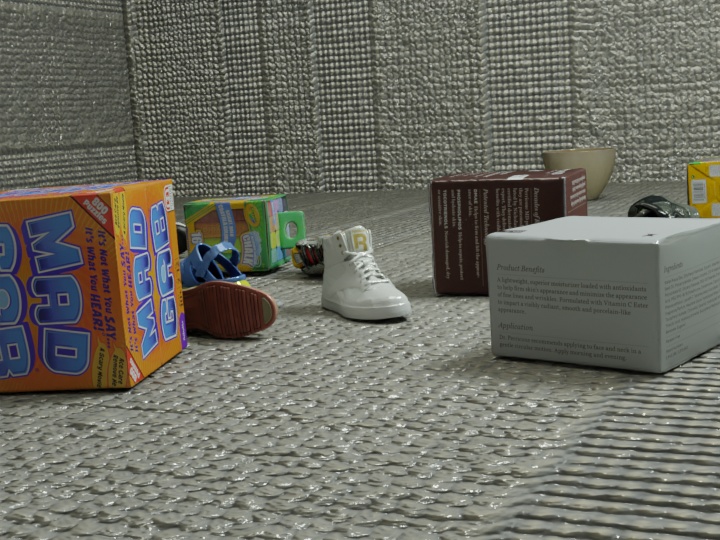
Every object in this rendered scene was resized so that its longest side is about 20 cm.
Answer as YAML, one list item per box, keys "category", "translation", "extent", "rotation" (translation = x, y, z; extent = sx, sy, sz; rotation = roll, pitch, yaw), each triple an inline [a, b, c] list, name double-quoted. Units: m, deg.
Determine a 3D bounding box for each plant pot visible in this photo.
- category: "plant pot"
  translation: [0.597, -0.261, 2.994]
  extent: [0.198, 0.136, 0.200]
  rotation: [-4, 7, 0]

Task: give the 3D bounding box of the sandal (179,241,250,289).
- category: "sandal"
  translation: [-0.242, -0.002, 1.702]
  extent: [0.199, 0.088, 0.079]
  rotation: [1, 11, 42]

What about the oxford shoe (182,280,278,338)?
- category: "oxford shoe"
  translation: [-0.179, 0.045, 1.394]
  extent: [0.198, 0.072, 0.074]
  rotation: [1, 6, 30]

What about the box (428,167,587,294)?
- category: "box"
  translation: [0.218, -0.058, 1.596]
  extent: [0.198, 0.166, 0.166]
  rotation: [0, 8, 22]

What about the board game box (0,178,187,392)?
- category: "board game box"
  translation: [-0.321, 0.011, 1.210]
  extent: [0.198, 0.202, 0.200]
  rotation: [-3, 8, 9]

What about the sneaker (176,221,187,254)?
- category: "sneaker"
  translation: [-0.439, -0.047, 2.245]
  extent: [0.198, 0.077, 0.088]
  rotation: [-5, 22, 21]

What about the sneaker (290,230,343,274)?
- category: "sneaker"
  translation: [-0.067, -0.020, 1.834]
  extent: [0.081, 0.079, 0.200]
  rotation: [-10, 0, -15]

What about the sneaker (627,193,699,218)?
- category: "sneaker"
  translation: [0.545, -0.103, 2.096]
  extent: [0.113, 0.077, 0.199]
  rotation: [1, 12, -17]

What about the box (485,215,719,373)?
- category: "box"
  translation: [0.266, 0.017, 1.161]
  extent: [0.197, 0.132, 0.199]
  rotation: [4, 11, 40]

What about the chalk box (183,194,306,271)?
- category: "chalk box"
  translation: [-0.196, -0.067, 1.950]
  extent: [0.198, 0.126, 0.124]
  rotation: [-3, 7, 15]

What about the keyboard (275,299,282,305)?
- category: "keyboard"
  translation: [-0.210, 0.050, 1.596]
  extent: [0.198, 0.011, 0.056]
  rotation: [0, 14, 29]

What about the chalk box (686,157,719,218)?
- category: "chalk box"
  translation: [0.790, -0.182, 2.376]
  extent: [0.123, 0.126, 0.199]
  rotation: [1, 10, 30]

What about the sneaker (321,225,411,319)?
- category: "sneaker"
  translation: [0.000, 0.000, 1.467]
  extent: [0.073, 0.117, 0.199]
  rotation: [-6, 9, -29]
